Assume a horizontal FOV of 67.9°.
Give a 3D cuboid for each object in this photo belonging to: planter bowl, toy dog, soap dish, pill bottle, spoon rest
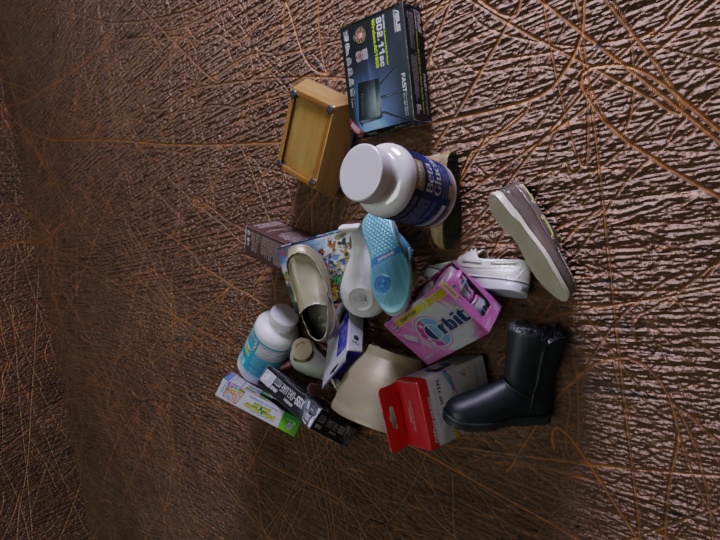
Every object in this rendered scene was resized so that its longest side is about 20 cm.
[{"bbox_3d":[0.056,0.222,1.023,0.197,0.199,0.138,13,84,38],"label":"planter bowl"},{"bbox_3d":[-0.107,0.241,1.203,0.096,0.132,0.200,-39,59,-5],"label":"toy dog"},{"bbox_3d":[-0.092,-0.272,1.102,0.156,0.080,0.204,33,118,31],"label":"soap dish"},{"bbox_3d":[-0.217,0.174,1.289,0.111,0.110,0.202,47,125,23],"label":"pill bottle"},{"bbox_3d":[0.060,-0.134,0.841,0.109,0.198,0.114,-3,85,38],"label":"pill bottle"},{"bbox_3d":[0.000,0.000,1.027,0.097,0.061,0.204,-2,116,15],"label":"spoon rest"}]

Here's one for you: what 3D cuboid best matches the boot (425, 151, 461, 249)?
[{"bbox_3d":[0.088,-0.129,0.990,0.197,0.065,0.180,3,89,40],"label":"boot"}]

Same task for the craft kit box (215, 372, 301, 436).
[{"bbox_3d":[-0.229,0.304,1.235,0.194,0.200,0.049,26,80,-4],"label":"craft kit box"}]

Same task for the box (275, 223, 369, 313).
[{"bbox_3d":[-0.057,-0.005,1.077,0.195,0.038,0.140,-15,102,11],"label":"box"}]

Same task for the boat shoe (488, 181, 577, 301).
[{"bbox_3d":[0.278,-0.049,0.834,0.202,0.059,0.072,59,170,18],"label":"boat shoe"}]

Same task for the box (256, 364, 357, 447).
[{"bbox_3d":[-0.120,0.301,1.191,0.198,0.158,0.050,27,77,40],"label":"box"}]

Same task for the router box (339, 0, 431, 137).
[{"bbox_3d":[0.045,-0.357,0.975,0.147,0.062,0.205,-2,98,40],"label":"router box"}]

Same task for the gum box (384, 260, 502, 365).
[{"bbox_3d":[0.140,0.077,0.924,0.113,0.066,0.200,41,144,-4],"label":"gum box"}]

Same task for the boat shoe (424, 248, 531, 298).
[{"bbox_3d":[0.200,-0.001,0.922,0.197,0.070,0.071,6,76,44],"label":"boat shoe"}]

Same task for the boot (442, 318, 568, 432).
[{"bbox_3d":[0.231,0.164,0.859,0.077,0.195,0.172,-121,32,-71],"label":"boot"}]

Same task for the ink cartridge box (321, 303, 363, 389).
[{"bbox_3d":[-0.032,0.141,1.083,0.039,0.202,0.100,26,128,-16],"label":"ink cartridge box"}]

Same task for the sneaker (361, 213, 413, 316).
[{"bbox_3d":[0.067,0.000,0.976,0.078,0.131,0.204,-17,63,17],"label":"sneaker"}]

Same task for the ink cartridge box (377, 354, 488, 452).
[{"bbox_3d":[0.134,0.230,0.927,0.067,0.197,0.119,-11,93,58],"label":"ink cartridge box"}]

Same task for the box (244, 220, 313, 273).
[{"bbox_3d":[-0.161,-0.047,1.200,0.198,0.099,0.077,22,114,37],"label":"box"}]

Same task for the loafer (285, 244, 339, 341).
[{"bbox_3d":[-0.092,0.048,1.040,0.074,0.068,0.204,-18,102,12],"label":"loafer"}]
